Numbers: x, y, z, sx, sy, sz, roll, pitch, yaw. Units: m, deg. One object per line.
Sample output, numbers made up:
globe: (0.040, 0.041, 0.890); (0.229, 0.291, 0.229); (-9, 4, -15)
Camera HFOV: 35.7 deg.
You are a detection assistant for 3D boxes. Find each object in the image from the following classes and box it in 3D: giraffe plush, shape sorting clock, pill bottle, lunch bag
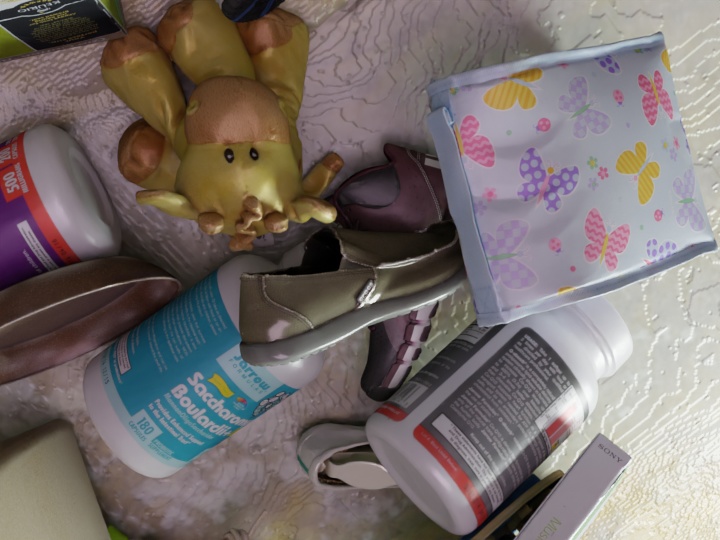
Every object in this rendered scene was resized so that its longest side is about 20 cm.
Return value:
giraffe plush: (-0.093, -0.084, 0.779); (0.171, 0.162, 0.201); (-24, 109, 2)
shape sorting clock: (0.094, 0.234, 0.908); (0.200, 0.200, 0.039); (-45, 75, 9)
pill bottle: (-0.282, -0.016, 0.808); (0.199, 0.113, 0.113); (-26, 110, 2)
pill bottle: (0.110, 0.097, 0.865); (0.200, 0.116, 0.116); (-40, 110, -16)
lunch bag: (0.133, -0.065, 0.781); (0.199, 0.127, 0.171); (-18, 93, -38)
pill bottle: (-0.104, 0.062, 0.847); (0.199, 0.111, 0.111); (-35, 109, 13)

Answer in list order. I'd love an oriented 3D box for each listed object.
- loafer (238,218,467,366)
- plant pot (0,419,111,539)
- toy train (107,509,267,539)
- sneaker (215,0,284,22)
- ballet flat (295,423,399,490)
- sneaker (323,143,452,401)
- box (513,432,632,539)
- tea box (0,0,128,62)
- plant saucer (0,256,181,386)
loafer: (0.000, 0.000, 0.767); (0.199, 0.075, 0.070); (-25, 104, -34)
plant pot: (-0.301, 0.241, 0.825); (0.198, 0.177, 0.201); (-22, 84, 1)
toy train: (-0.173, 0.249, 0.935); (0.115, 0.085, 0.201); (31, 103, -2)
sneaker: (-0.031, -0.258, 0.756); (0.200, 0.076, 0.077); (-38, 83, -4)
ballet flat: (0.046, 0.160, 0.932); (0.198, 0.070, 0.070); (-1, 109, -7)
sneaker: (0.010, -0.006, 0.875); (0.115, 0.076, 0.201); (21, 96, -6)
box: (0.145, 0.217, 0.883); (0.036, 0.200, 0.144); (38, 72, 17)
tea box: (-0.267, -0.204, 0.688); (0.198, 0.197, 0.135); (-12, 91, -3)
plant saucer: (-0.227, 0.038, 0.805); (0.199, 0.200, 0.032); (-27, 82, 3)
